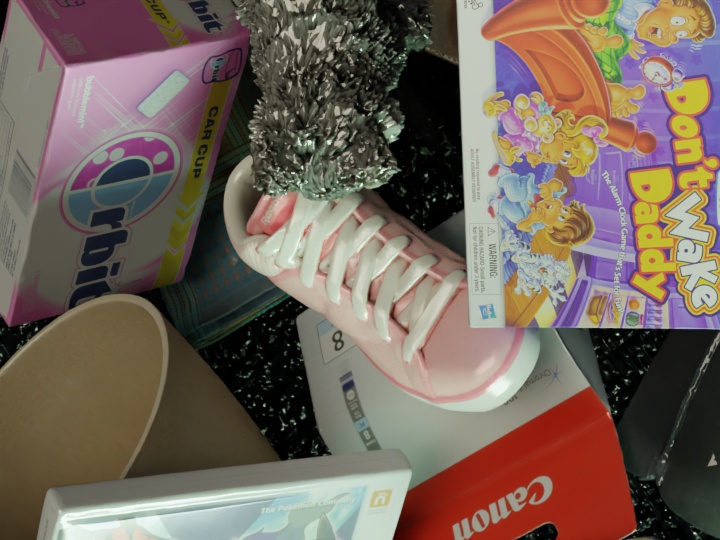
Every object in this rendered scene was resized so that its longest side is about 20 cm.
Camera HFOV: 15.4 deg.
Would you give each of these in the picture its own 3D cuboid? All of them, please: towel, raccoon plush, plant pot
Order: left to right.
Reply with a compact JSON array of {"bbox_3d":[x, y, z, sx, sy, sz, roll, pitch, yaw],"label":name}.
[{"bbox_3d":[-0.105,0.146,1.455,0.187,0.200,0.188,-32,36,27],"label":"plant pot"},{"bbox_3d":[-0.086,-0.072,1.526,0.146,0.022,0.201,-30,80,29],"label":"towel"},{"bbox_3d":[-0.037,-0.126,1.287,0.096,0.134,0.201,-19,124,21],"label":"raccoon plush"}]

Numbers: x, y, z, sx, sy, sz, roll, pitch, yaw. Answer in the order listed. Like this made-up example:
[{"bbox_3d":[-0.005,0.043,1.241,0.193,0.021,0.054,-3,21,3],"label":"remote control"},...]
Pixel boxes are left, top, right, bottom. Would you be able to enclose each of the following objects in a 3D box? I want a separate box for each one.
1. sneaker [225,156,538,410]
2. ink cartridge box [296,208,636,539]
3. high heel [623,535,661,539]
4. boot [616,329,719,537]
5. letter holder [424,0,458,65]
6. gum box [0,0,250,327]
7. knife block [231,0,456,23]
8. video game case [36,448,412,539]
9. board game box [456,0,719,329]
[{"bbox_3d":[0.000,0.000,1.366,0.076,0.104,0.200,-55,45,4],"label":"sneaker"},{"bbox_3d":[0.051,0.077,1.402,0.160,0.047,0.201,-32,53,29],"label":"ink cartridge box"},{"bbox_3d":[0.118,0.210,1.378,0.200,0.142,0.072,-48,50,23],"label":"high heel"},{"bbox_3d":[0.214,0.046,1.303,0.201,0.065,0.165,-63,33,17],"label":"boot"},{"bbox_3d":[0.121,-0.161,1.309,0.141,0.101,0.201,24,109,-10],"label":"letter holder"},{"bbox_3d":[-0.142,-0.064,1.442,0.066,0.113,0.201,53,141,33],"label":"gum box"},{"bbox_3d":[0.005,-0.186,1.429,0.200,0.064,0.176,41,106,19],"label":"knife block"},{"bbox_3d":[-0.081,0.177,1.370,0.023,0.199,0.183,54,139,45],"label":"video game case"},{"bbox_3d":[0.116,-0.075,1.256,0.133,0.045,0.202,0,104,12],"label":"board game box"}]
